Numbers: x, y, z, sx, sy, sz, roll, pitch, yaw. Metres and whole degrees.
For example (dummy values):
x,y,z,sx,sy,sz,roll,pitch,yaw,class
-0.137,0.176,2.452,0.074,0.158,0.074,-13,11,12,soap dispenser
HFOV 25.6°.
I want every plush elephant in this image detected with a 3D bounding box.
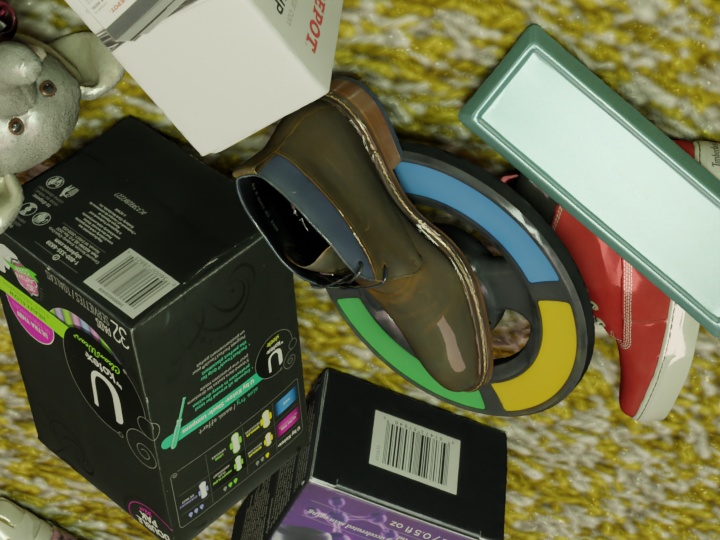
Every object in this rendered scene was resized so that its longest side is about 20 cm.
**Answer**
x,y,z,sx,sy,sz,roll,pitch,yaw,class
-0.221,-0.110,0.864,0.154,0.166,0.200,23,163,4,plush elephant

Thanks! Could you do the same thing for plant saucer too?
x,y,z,sx,sy,sz,roll,pitch,yaw,class
0.151,-0.048,0.895,0.200,0.019,0.070,40,104,-2,plant saucer

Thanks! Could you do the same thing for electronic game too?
x,y,z,sx,sy,sz,roll,pitch,yaw,class
0.052,0.008,0.962,0.199,0.042,0.201,26,141,23,electronic game

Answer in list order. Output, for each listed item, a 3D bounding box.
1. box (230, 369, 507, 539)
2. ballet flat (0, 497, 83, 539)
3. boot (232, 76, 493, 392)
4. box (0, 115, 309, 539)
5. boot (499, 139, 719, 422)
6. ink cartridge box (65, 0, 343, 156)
x,y,z,sx,sy,sz,roll,pitch,yaw,class
-0.001,0.188,1.144,0.147,0.105,0.201,20,133,-11,box
-0.304,0.214,1.249,0.198,0.069,0.072,0,114,9,ballet flat
0.000,0.000,0.896,0.074,0.097,0.201,-18,105,47,boot
-0.127,0.040,0.969,0.148,0.124,0.201,33,145,31,box
0.139,0.004,0.975,0.143,0.073,0.201,5,126,5,boot
-0.094,-0.181,0.781,0.084,0.145,0.200,-22,127,26,ink cartridge box
